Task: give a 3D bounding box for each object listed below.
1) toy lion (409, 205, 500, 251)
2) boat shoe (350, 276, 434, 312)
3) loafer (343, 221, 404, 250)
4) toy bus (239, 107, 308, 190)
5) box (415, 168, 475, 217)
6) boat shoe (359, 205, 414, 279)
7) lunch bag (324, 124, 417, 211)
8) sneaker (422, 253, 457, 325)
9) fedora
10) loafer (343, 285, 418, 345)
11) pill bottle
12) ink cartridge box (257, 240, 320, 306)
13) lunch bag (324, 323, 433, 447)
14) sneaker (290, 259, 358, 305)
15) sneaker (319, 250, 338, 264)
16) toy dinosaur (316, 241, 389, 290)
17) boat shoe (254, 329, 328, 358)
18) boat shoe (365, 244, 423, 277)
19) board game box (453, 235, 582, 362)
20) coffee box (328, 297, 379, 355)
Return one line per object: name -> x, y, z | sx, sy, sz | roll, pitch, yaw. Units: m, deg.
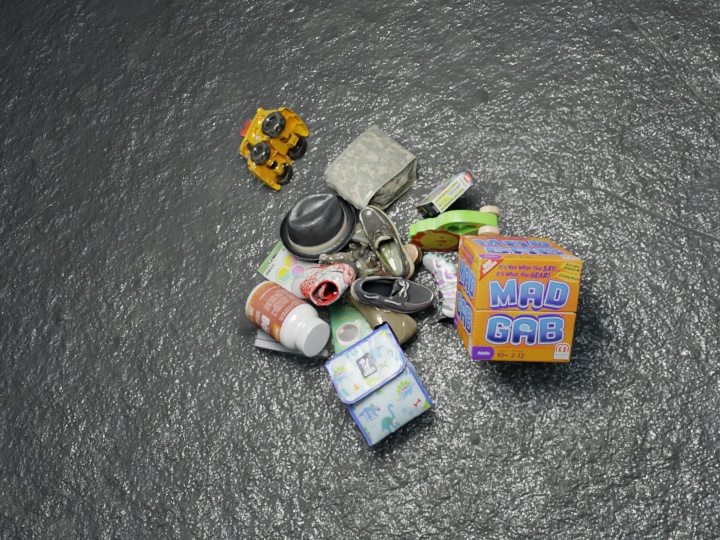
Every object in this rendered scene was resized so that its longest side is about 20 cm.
toy lion -> 0.208, -0.088, 1.357 | 0.186, 0.201, 0.070 | 6, 72, -2
boat shoe -> 0.078, 0.051, 1.305 | 0.195, 0.063, 0.075 | 7, 78, -12
loafer -> 0.023, -0.093, 1.473 | 0.196, 0.075, 0.071 | 15, 78, 21
toy bus -> -0.269, -0.346, 1.631 | 0.189, 0.135, 0.204 | 18, 78, 35
box -> 0.197, -0.179, 1.394 | 0.110, 0.200, 0.035 | -43, 95, -3
boat shoe -> 0.056, -0.069, 1.365 | 0.071, 0.066, 0.203 | -34, 76, 13
lunch bag -> 0.024, -0.241, 1.493 | 0.199, 0.119, 0.164 | -40, 63, -18
sneaker -> 0.192, 0.063, 1.364 | 0.199, 0.078, 0.141 | 38, 83, 25
fedora -> -0.109, -0.127, 1.433 | 0.195, 0.092, 0.205 | -3, 63, 5
loafer -> 0.039, 0.099, 1.351 | 0.197, 0.077, 0.068 | 32, 59, 7
pill bottle -> -0.168, 0.114, 1.365 | 0.198, 0.112, 0.113 | 29, 79, 34
ink cartridge box -> -0.178, 0.001, 1.504 | 0.198, 0.059, 0.105 | 34, 83, 25
lunch bag -> 0.040, 0.245, 1.283 | 0.168, 0.127, 0.203 | -31, 90, 0
sneaker -> -0.104, 0.039, 1.347 | 0.198, 0.108, 0.068 | -18, 108, 33
sneaker -> -0.125, -0.072, 1.520 | 0.104, 0.075, 0.204 | -29, 61, 21
toy dinosaur -> 0.000, 0.000, 1.392 | 0.198, 0.077, 0.104 | 35, 119, 10
boat shoe -> -0.166, 0.170, 1.435 | 0.196, 0.072, 0.067 | 6, 76, 27
boat shoe -> 0.063, -0.001, 1.430 | 0.196, 0.070, 0.072 | -22, 80, 18
board game box -> 0.309, 0.051, 1.202 | 0.194, 0.200, 0.205 | 1, 106, -2
coffee box -> -0.005, 0.160, 1.403 | 0.120, 0.044, 0.205 | -14, 67, 8
